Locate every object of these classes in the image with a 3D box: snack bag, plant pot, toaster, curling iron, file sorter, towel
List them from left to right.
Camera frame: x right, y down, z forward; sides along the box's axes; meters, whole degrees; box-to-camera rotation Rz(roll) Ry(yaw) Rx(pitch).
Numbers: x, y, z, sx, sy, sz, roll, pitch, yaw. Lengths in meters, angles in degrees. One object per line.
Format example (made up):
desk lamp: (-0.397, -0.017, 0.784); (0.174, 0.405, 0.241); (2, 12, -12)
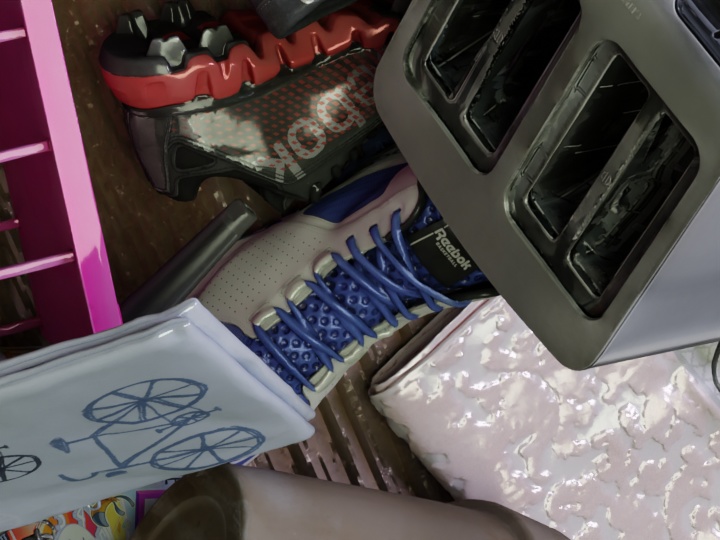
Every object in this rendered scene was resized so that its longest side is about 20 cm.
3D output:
file sorter: (-0.188, -0.046, 1.115); (0.125, 0.139, 0.201); (-14, 101, -15)
snack bag: (-0.132, 0.069, 1.092); (0.199, 0.189, 0.021); (-18, 71, 9)
curling iron: (-0.112, 0.049, 1.193); (0.050, 0.026, 0.200); (38, 93, 1)
plant pot: (-0.017, 0.175, 1.200); (0.173, 0.200, 0.200); (28, 94, -27)
towel: (0.131, 0.066, 1.320); (0.191, 0.032, 0.200); (-42, 111, -4)
toaster: (0.114, -0.074, 1.107); (0.118, 0.181, 0.200); (-12, 146, -37)

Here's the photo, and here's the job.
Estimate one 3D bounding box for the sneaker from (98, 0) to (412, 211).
sneaker: (-0.018, -0.082, 1.213); (0.200, 0.071, 0.098); (-14, 115, -18)

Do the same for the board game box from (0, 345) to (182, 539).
board game box: (-0.138, 0.134, 1.248); (0.134, 0.034, 0.201); (-2, 104, -18)

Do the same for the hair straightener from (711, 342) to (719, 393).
hair straightener: (0.201, -0.010, 1.286); (0.077, 0.041, 0.201); (4, 115, 8)

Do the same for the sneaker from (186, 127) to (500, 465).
sneaker: (0.001, 0.000, 1.197); (0.199, 0.115, 0.081); (-44, 106, -16)

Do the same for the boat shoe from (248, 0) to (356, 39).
boat shoe: (0.034, -0.146, 1.165); (0.200, 0.070, 0.066); (-18, 82, -32)
